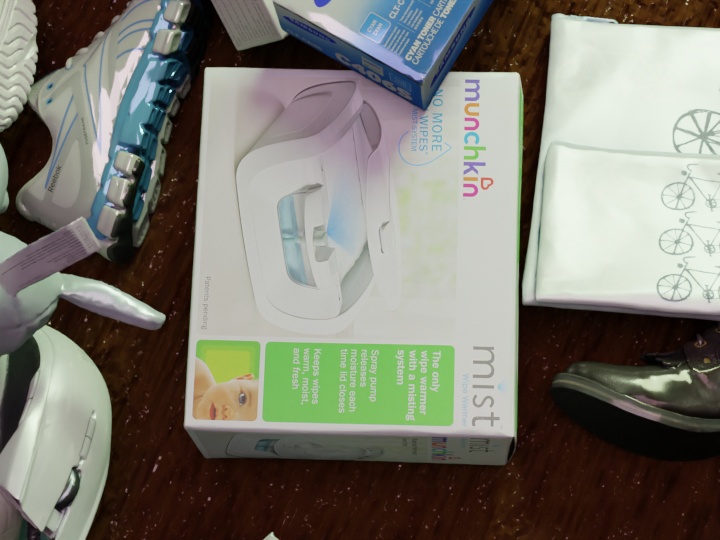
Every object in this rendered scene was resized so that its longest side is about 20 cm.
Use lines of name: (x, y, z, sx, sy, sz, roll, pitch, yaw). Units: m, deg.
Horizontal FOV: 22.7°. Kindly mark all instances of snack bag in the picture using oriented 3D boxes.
snack bag: (0.191, -0.061, 0.994, 0.187, 0.021, 0.201, 4, 61, 9)

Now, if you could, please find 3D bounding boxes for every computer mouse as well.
computer mouse: (-0.158, 0.103, 0.934, 0.044, 0.110, 0.201, -24, 48, 20)

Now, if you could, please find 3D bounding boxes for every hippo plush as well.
hippo plush: (-0.234, -0.028, 0.917, 0.199, 0.160, 0.162, -26, 49, 7)

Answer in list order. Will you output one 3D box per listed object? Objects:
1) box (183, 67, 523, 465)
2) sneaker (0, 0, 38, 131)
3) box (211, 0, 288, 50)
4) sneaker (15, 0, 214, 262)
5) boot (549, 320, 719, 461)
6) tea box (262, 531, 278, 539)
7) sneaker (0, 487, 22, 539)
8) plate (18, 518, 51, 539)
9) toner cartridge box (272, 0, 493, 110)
box: (0.000, 0.000, 0.981, 0.175, 0.097, 0.202, 2, 75, 4)
sneaker: (-0.265, -0.164, 1.030, 0.079, 0.129, 0.200, -32, 101, -42)
box: (-0.090, -0.218, 0.980, 0.039, 0.041, 0.201, -46, 116, -40)
sneaker: (-0.143, -0.111, 1.023, 0.086, 0.075, 0.202, 16, 77, 11)
boot: (0.211, 0.018, 0.995, 0.198, 0.069, 0.176, 10, 71, -1)
tea box: (-0.066, 0.273, 0.894, 0.199, 0.134, 0.197, -35, 79, -7)
sneaker: (-0.239, 0.195, 0.930, 0.072, 0.072, 0.201, 16, 78, 27)
plate: (-0.260, 0.190, 0.974, 0.198, 0.026, 0.202, 0, 77, 1)
toner cartridge box: (0.045, -0.196, 0.955, 0.095, 0.043, 0.201, 29, 81, 11)
